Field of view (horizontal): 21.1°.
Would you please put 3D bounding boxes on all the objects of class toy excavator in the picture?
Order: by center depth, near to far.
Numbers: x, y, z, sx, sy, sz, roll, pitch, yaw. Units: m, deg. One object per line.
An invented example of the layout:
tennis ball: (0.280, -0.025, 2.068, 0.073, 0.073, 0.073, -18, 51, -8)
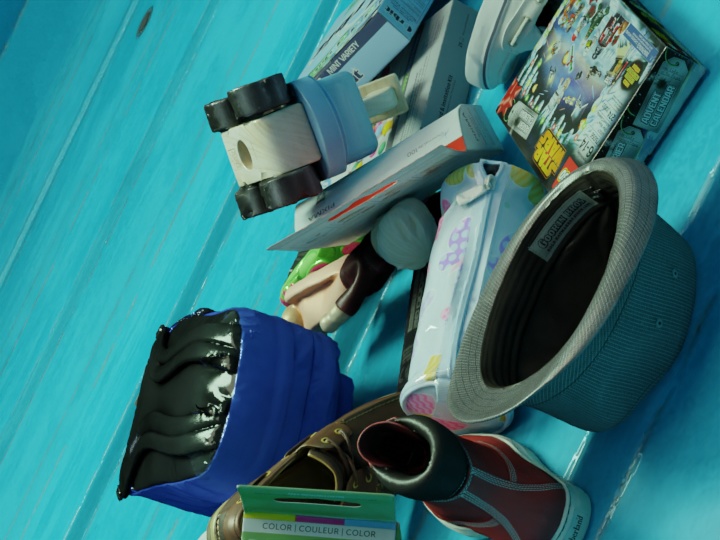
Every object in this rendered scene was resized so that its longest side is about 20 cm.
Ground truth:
toy excavator: (-0.024, -0.120, 1.579, 0.194, 0.199, 0.101, -10, 101, 68)

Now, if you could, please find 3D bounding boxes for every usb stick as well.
usb stick: (0.060, 0.018, 1.520, 0.055, 0.033, 0.201, -34, 36, 42)

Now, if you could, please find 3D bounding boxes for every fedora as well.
fedora: (0.146, 0.030, 1.218, 0.177, 0.090, 0.201, -29, 34, 55)

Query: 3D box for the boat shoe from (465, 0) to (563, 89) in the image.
boat shoe: (0.136, -0.208, 1.541, 0.072, 0.065, 0.201, -52, -13, -38)

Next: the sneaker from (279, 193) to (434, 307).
sneaker: (-0.007, -0.033, 1.680, 0.200, 0.076, 0.084, -39, 30, 42)

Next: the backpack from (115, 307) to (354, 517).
backpack: (-0.087, 0.113, 1.564, 0.200, 0.167, 0.164, 154, 125, -63)

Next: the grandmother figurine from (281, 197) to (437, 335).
grandmother figurine: (0.000, 0.000, 1.557, 0.200, 0.060, 0.122, -42, 23, 54)

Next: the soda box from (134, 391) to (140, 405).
soda box: (-0.158, 0.131, 1.871, 0.071, 0.063, 0.200, -65, 21, -2)

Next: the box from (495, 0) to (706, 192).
box: (0.170, -0.131, 1.415, 0.137, 0.040, 0.200, -59, 21, 16)

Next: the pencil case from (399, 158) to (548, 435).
pencil case: (0.084, 0.019, 1.386, 0.091, 0.083, 0.201, 108, 176, -61)

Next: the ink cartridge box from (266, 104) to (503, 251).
ink cartridge box: (0.014, -0.073, 1.496, 0.159, 0.047, 0.200, -30, -7, 16)

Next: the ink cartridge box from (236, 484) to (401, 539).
ink cartridge box: (-0.025, 0.202, 1.278, 0.200, 0.103, 0.060, 83, -168, -65)

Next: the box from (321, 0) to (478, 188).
box: (0.032, -0.137, 1.755, 0.200, 0.041, 0.157, -34, 36, 55)

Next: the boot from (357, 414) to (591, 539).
boot: (0.048, 0.126, 1.269, 0.073, 0.144, 0.200, -66, 20, -5)

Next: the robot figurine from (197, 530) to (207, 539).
robot figurine: (-0.089, 0.273, 1.468, 0.170, 0.112, 0.201, 90, -164, -66)

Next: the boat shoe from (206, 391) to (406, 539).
boat shoe: (-0.019, 0.151, 1.399, 0.199, 0.072, 0.068, -32, -9, -23)

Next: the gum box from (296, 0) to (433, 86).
gum box: (0.011, -0.227, 1.814, 0.170, 0.045, 0.200, -41, 13, 38)
